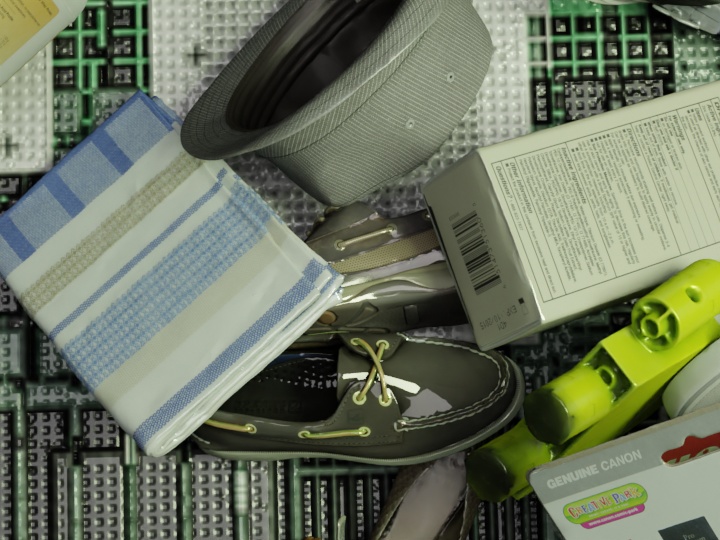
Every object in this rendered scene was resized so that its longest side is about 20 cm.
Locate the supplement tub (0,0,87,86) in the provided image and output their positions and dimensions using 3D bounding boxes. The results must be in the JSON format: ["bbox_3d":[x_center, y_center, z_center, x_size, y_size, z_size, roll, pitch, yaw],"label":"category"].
[{"bbox_3d":[-0.246,-0.165,1.064,0.200,0.144,0.144,-43,86,-6],"label":"supplement tub"}]

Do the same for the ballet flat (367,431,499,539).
[{"bbox_3d":[0.032,0.166,1.082,0.067,0.046,0.201,22,83,1],"label":"ballet flat"}]

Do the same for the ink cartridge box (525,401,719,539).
[{"bbox_3d":[0.213,0.122,0.946,0.199,0.084,0.176,-24,107,35],"label":"ink cartridge box"}]

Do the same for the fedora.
[{"bbox_3d":[0.001,-0.107,1.075,0.200,0.177,0.090,-50,116,-13],"label":"fedora"}]

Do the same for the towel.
[{"bbox_3d":[-0.118,-0.002,1.070,0.147,0.024,0.200,-42,58,-5],"label":"towel"}]

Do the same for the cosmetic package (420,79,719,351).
[{"bbox_3d":[0.145,-0.035,1.057,0.199,0.071,0.106,-15,82,-30],"label":"cosmetic package"}]

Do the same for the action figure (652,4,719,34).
[{"bbox_3d":[0.265,-0.133,1.106,0.200,0.069,0.130,37,108,12],"label":"action figure"}]

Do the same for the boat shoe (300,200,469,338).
[{"bbox_3d":[0.000,0.000,1.097,0.199,0.075,0.074,-9,65,-4],"label":"boat shoe"}]

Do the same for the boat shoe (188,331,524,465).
[{"bbox_3d":[-0.009,0.070,1.060,0.200,0.061,0.072,-7,63,11],"label":"boat shoe"}]

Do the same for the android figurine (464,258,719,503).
[{"bbox_3d":[0.144,0.061,1.037,0.200,0.182,0.041,-27,72,-42],"label":"android figurine"}]

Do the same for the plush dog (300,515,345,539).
[{"bbox_3d":[-0.096,0.211,1.029,0.171,0.201,0.161,1,46,-8],"label":"plush dog"}]

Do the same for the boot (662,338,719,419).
[{"bbox_3d":[0.257,0.060,0.978,0.200,0.073,0.096,-33,62,26],"label":"boot"}]

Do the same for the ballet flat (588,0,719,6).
[{"bbox_3d":[0.141,-0.199,1.092,0.068,0.068,0.200,-53,48,25],"label":"ballet flat"}]
